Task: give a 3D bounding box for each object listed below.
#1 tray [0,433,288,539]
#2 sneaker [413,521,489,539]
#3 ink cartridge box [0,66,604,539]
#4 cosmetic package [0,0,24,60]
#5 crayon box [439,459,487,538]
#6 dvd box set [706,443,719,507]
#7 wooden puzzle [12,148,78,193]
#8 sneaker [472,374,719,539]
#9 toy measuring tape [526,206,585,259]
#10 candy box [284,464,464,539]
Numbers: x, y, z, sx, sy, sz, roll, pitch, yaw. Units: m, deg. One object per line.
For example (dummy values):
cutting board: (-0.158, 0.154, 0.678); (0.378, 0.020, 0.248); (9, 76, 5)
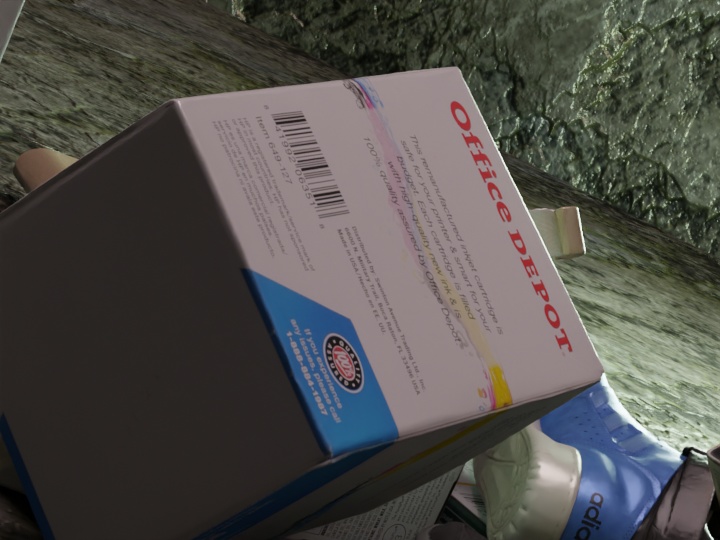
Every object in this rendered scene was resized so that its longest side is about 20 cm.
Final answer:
tray: (-0.076, 0.106, 1.353); (0.199, 0.022, 0.107); (22, 8, -9)
sneaker: (0.099, 0.159, 1.248); (0.200, 0.082, 0.073); (39, -15, 42)
ink cartridge box: (-0.032, 0.021, 1.177); (0.200, 0.144, 0.148); (-10, 72, -54)
cosmetic package: (-0.290, -0.097, 1.412); (0.166, 0.201, 0.167); (16, 11, -40)
crayon box: (0.090, 0.137, 1.465); (0.126, 0.052, 0.199); (39, 17, 35)
dvd box set: (0.208, 0.176, 1.202); (0.029, 0.201, 0.146); (-25, 25, -15)
wooden puzzle: (-0.116, -0.015, 1.907); (0.199, 0.047, 0.185); (15, 11, -21)
sneaker: (0.117, 0.095, 1.390); (0.111, 0.077, 0.200); (23, 17, -8)
toy measuring tape: (0.000, 0.000, 1.337); (0.199, 0.074, 0.074); (-8, 10, 1)
candy box: (-0.070, 0.065, 1.339); (0.199, 0.061, 0.136); (17, 11, -41)
